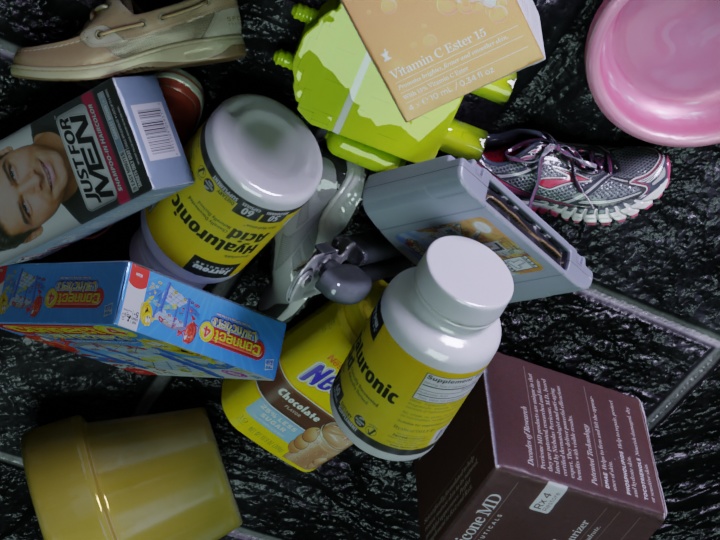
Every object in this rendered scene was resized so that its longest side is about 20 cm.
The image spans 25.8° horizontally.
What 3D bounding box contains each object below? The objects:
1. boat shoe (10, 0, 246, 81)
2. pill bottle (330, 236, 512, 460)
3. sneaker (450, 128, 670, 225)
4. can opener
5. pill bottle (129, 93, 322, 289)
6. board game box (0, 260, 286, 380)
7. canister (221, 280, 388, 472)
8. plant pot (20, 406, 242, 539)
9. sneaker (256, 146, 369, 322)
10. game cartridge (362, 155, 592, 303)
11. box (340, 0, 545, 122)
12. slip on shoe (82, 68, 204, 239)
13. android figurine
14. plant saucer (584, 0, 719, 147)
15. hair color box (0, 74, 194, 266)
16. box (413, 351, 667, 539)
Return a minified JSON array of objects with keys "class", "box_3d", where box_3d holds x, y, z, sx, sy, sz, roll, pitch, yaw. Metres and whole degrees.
[{"class":"boat shoe","box_3d":[-0.195,-0.195,1.305,0.198,0.071,0.065,-7,98,4]},{"class":"pill bottle","box_3d":[0.057,0.067,1.386,0.111,0.112,0.201,15,132,-16]},{"class":"sneaker","box_3d":[0.178,-0.089,1.403,0.198,0.081,0.075,-3,130,1]},{"class":"can opener","box_3d":[0.000,0.000,1.411,0.066,0.200,0.053,40,116,15]},{"class":"pill bottle","box_3d":[-0.127,-0.057,1.386,0.111,0.112,0.200,23,140,-22]},{"class":"board game box","box_3d":[-0.206,0.047,1.425,0.199,0.056,0.195,-1,163,43]},{"class":"canister","box_3d":[-0.024,0.107,1.570,0.200,0.087,0.148,-36,125,28]},{"class":"plant pot","box_3d":[-0.228,0.232,1.614,0.188,0.201,0.202,-18,133,-7]},{"class":"sneaker","box_3d":[-0.059,-0.035,1.454,0.079,0.074,0.201,21,123,-9]},{"class":"game cartridge","box_3d":[0.099,-0.030,1.399,0.133,0.042,0.200,-16,140,40]},{"class":"box","box_3d":[0.046,-0.239,1.213,0.124,0.098,0.201,-24,114,15]},{"class":"slip on shoe","box_3d":[-0.203,-0.100,1.387,0.074,0.061,0.200,30,123,-25]},{"class":"android figurine","box_3d":[0.025,-0.165,1.335,0.199,0.041,0.183,19,121,-6]},{"class":"plant saucer","box_3d":[0.287,-0.197,1.330,0.199,0.051,0.201,-1,134,-2]},{"class":"hair color box","box_3d":[-0.245,-0.083,1.341,0.199,0.061,0.100,-23,87,33]},{"class":"box","box_3d":[0.180,0.215,1.624,0.199,0.165,0.166,18,130,-18]}]
